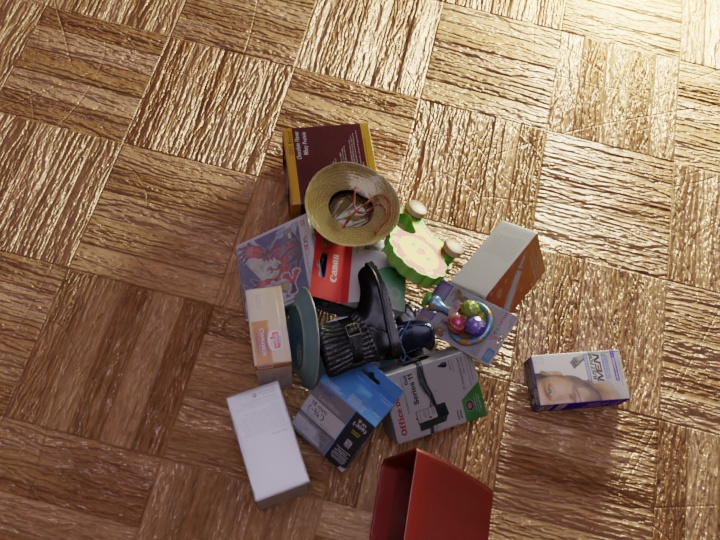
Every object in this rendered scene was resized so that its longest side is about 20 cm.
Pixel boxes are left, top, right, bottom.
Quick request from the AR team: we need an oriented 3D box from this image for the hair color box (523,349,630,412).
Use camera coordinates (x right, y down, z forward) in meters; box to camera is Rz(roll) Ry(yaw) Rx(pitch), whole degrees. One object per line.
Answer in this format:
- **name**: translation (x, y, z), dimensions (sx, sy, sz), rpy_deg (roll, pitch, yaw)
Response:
- **hair color box**: translation (0.459, 0.235, 1.535), dimensions (0.198, 0.065, 0.110), rpy_deg (-4, 67, -5)

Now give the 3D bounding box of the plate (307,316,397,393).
- **plate**: translation (-0.023, 0.197, 1.499), dimensions (0.198, 0.026, 0.202), rpy_deg (1, 85, -7)

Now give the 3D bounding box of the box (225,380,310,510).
- **box**: translation (-0.177, 0.338, 1.383), dimensions (0.106, 0.153, 0.201), rpy_deg (-16, 68, -12)

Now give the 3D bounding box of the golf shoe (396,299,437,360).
- **golf shoe**: translation (0.099, 0.100, 1.565), dimensions (0.094, 0.078, 0.201), rpy_deg (-11, 68, -30)

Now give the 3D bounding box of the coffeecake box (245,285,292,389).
- **coffeecake box**: translation (-0.181, 0.142, 1.442), dimensions (0.072, 0.200, 0.155), rpy_deg (-7, 67, -8)

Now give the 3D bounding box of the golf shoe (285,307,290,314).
- **golf shoe**: translation (-0.133, 0.001, 1.568), dimensions (0.072, 0.092, 0.202), rpy_deg (5, 68, -5)

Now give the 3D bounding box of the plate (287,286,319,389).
- **plate**: translation (-0.117, 0.133, 1.417), dimensions (0.025, 0.200, 0.202), rpy_deg (-2, 66, -19)

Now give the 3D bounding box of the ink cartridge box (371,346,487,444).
- **ink cartridge box**: translation (0.138, 0.250, 1.462), dimensions (0.198, 0.083, 0.148), rpy_deg (-16, 92, -12)

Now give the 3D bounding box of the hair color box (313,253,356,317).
- **hair color box**: translation (-0.026, -0.002, 1.570), dimensions (0.109, 0.065, 0.201), rpy_deg (20, 61, -13)

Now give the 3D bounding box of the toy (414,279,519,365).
- **toy**: translation (0.203, 0.094, 1.453), dimensions (0.199, 0.047, 0.116), rpy_deg (27, 79, 39)

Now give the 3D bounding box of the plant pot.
- **plant pot**: translation (0.136, 0.464, 1.347), dimensions (0.175, 0.200, 0.201), rpy_deg (17, 65, -12)

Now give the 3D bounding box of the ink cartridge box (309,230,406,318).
- **ink cartridge box**: translation (0.000, 0.000, 1.497), dimensions (0.199, 0.050, 0.162), rpy_deg (18, 56, -20)

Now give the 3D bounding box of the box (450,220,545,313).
- **box**: translation (0.302, 0.011, 1.568), dimensions (0.097, 0.125, 0.200), rpy_deg (24, 63, 40)

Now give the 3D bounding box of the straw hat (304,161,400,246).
- **straw hat**: translation (-0.022, -0.122, 1.512), dimensions (0.199, 0.085, 0.203), rpy_deg (3, 72, -8)

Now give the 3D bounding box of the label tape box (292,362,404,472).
- **label tape box**: translation (-0.030, 0.270, 1.409), dimensions (0.144, 0.201, 0.063), rpy_deg (38, 25, 12)

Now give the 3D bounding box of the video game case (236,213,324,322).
- **video game case**: translation (-0.176, -0.005, 1.544), dimensions (0.199, 0.023, 0.184), rpy_deg (-22, 66, 24)

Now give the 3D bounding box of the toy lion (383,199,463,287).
- **toy lion**: translation (0.113, -0.052, 1.518), dimensions (0.191, 0.069, 0.200), rpy_deg (-15, 57, -48)

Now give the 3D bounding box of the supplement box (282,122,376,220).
- **supplement box**: translation (-0.071, -0.212, 1.642), dimensions (0.198, 0.133, 0.199), rpy_deg (-6, 67, -8)

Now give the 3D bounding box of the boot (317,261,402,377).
- **boot**: translation (-0.017, 0.090, 1.390), dimensions (0.156, 0.080, 0.213), rpy_deg (-13, 63, -4)

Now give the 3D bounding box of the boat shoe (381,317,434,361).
- **boat shoe**: translation (0.056, 0.155, 1.448), dimensions (0.199, 0.069, 0.085), rpy_deg (-20, 90, 0)
